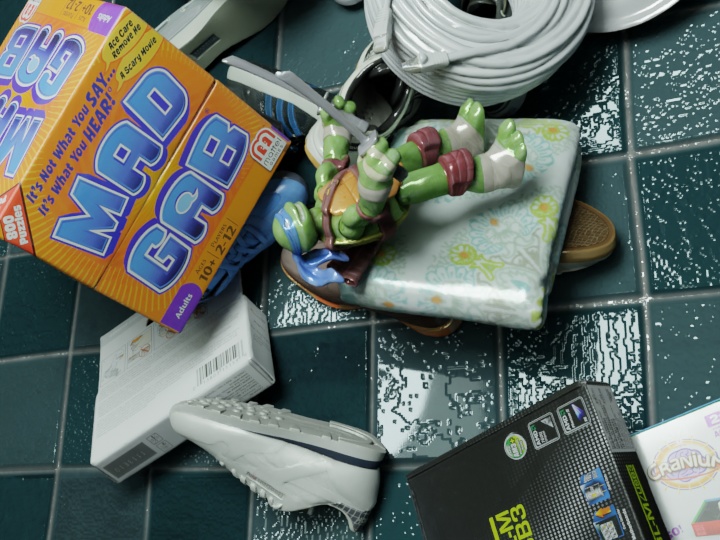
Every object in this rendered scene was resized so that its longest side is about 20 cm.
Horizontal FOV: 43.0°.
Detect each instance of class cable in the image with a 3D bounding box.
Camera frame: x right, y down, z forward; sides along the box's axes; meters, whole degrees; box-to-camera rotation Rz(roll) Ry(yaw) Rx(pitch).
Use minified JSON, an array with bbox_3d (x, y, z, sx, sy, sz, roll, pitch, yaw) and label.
[{"bbox_3d":[0.099,-0.236,0.777,0.195,0.069,0.205,1,67,-6],"label":"cable"}]

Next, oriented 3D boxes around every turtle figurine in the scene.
[{"bbox_3d":[0.017,-0.102,0.684,0.190,0.144,0.205,-16,88,-18],"label":"turtle figurine"}]

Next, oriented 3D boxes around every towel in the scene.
[{"bbox_3d":[0.087,-0.048,0.759,0.167,0.049,0.203,4,54,25],"label":"towel"}]

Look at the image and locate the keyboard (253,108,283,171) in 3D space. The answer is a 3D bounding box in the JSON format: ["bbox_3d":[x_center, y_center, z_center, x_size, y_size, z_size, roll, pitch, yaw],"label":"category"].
[{"bbox_3d":[-0.149,-0.117,0.952,0.198,0.020,0.130,30,109,41],"label":"keyboard"}]

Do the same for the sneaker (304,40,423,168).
[{"bbox_3d":[0.028,-0.167,0.830,0.088,0.075,0.202,-39,19,55],"label":"sneaker"}]

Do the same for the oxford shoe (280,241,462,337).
[{"bbox_3d":[0.000,0.000,0.832,0.197,0.073,0.073,15,81,30],"label":"oxford shoe"}]

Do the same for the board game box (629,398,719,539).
[{"bbox_3d":[0.247,0.211,0.658,0.151,0.040,0.204,-25,64,18],"label":"board game box"}]

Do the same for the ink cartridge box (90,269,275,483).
[{"bbox_3d":[-0.181,0.089,0.914,0.198,0.044,0.175,-33,37,14],"label":"ink cartridge box"}]

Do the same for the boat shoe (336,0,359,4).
[{"bbox_3d":[0.012,-0.378,0.949,0.068,0.056,0.203,22,84,30],"label":"boat shoe"}]

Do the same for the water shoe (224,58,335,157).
[{"bbox_3d":[-0.064,-0.148,0.927,0.198,0.071,0.080,32,111,35],"label":"water shoe"}]

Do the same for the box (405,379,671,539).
[{"bbox_3d":[0.135,0.213,0.676,0.192,0.047,0.204,-34,60,35],"label":"box"}]

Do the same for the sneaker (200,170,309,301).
[{"bbox_3d":[-0.126,-0.017,0.878,0.198,0.066,0.079,-32,38,19],"label":"sneaker"}]

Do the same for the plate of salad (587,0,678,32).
[{"bbox_3d":[0.237,-0.307,0.822,0.197,0.048,0.205,-10,73,34],"label":"plate of salad"}]

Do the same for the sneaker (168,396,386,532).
[{"bbox_3d":[-0.078,0.164,0.794,0.195,0.076,0.082,15,96,8],"label":"sneaker"}]

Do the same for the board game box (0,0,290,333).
[{"bbox_3d":[-0.226,-0.102,0.822,0.198,0.199,0.203,26,84,47],"label":"board game box"}]

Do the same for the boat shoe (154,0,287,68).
[{"bbox_3d":[-0.165,-0.284,1.010,0.199,0.070,0.072,-34,63,15],"label":"boat shoe"}]

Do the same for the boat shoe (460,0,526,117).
[{"bbox_3d":[0.122,-0.244,0.847,0.068,0.056,0.205,-19,64,51],"label":"boat shoe"}]

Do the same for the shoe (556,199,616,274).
[{"bbox_3d":[0.124,-0.027,0.797,0.196,0.054,0.071,5,52,24],"label":"shoe"}]
